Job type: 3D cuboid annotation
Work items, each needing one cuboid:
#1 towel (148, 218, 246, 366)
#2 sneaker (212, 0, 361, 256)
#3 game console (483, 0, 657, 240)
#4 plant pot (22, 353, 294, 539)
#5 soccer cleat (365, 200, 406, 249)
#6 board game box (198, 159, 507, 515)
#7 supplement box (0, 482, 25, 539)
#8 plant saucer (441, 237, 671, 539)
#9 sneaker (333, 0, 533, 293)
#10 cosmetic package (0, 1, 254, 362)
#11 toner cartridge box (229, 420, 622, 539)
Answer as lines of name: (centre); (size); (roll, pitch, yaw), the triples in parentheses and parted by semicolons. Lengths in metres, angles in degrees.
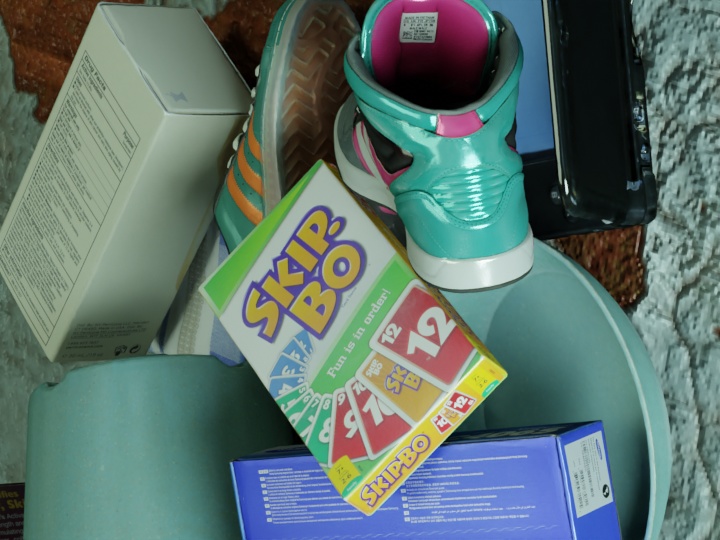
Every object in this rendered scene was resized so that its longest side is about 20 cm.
towel: (-0.118, -0.017, 1.533); (0.200, 0.024, 0.147); (21, 109, 50)
sneaker: (-0.047, -0.059, 1.398); (0.080, 0.071, 0.200); (17, 106, 47)
game console: (0.074, -0.118, 1.200); (0.176, 0.116, 0.200); (-8, 84, 52)
plant pot: (-0.109, 0.160, 1.406); (0.200, 0.200, 0.196); (-29, 61, 49)
soccer cleat: (0.000, 0.000, 1.343); (0.086, 0.070, 0.200); (27, 110, 62)
board game box: (-0.011, 0.024, 1.233); (0.096, 0.030, 0.200); (-46, 40, 7)
supplement box: (-0.187, 0.238, 1.546); (0.103, 0.131, 0.200); (-48, 54, 42)
plant saucer: (0.094, 0.076, 1.230); (0.200, 0.036, 0.200); (24, 118, 54)
sneaker: (0.027, -0.083, 1.183); (0.200, 0.083, 0.121); (-125, 26, -60)
cosmetic package: (-0.141, -0.051, 1.483); (0.105, 0.071, 0.200); (58, 133, 33)
toner cartridge box: (0.031, 0.128, 1.209); (0.200, 0.043, 0.095); (-7, 92, 37)
